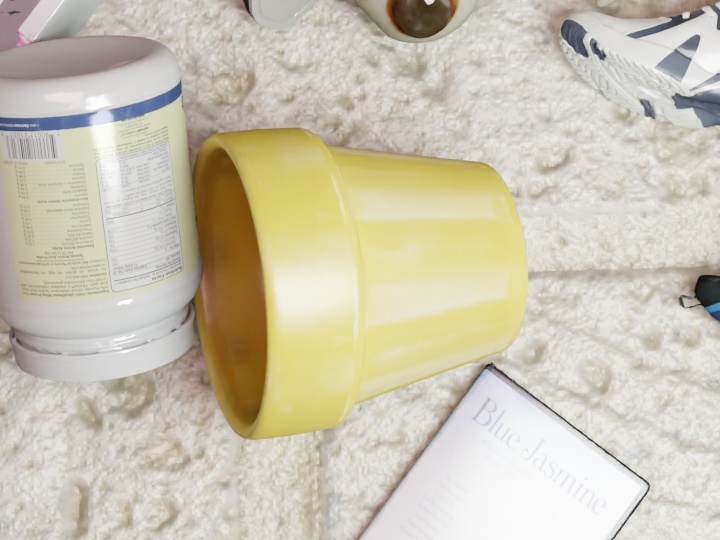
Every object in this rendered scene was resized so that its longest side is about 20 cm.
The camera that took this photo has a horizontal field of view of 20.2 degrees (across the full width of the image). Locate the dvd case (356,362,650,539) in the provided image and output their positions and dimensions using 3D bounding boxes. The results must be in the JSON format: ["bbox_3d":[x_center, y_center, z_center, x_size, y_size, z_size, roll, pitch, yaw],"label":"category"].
[{"bbox_3d":[0.086,0.185,1.390,0.142,0.018,0.200,37,84,4],"label":"dvd case"}]

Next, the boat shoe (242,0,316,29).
[{"bbox_3d":[-0.044,-0.270,1.419,0.060,0.074,0.201,26,102,42],"label":"boat shoe"}]

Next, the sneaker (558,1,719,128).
[{"bbox_3d":[0.248,-0.169,1.409,0.198,0.080,0.130,20,71,13],"label":"sneaker"}]

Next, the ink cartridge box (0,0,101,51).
[{"bbox_3d":[-0.270,-0.197,1.395,0.146,0.083,0.200,35,83,2],"label":"ink cartridge box"}]

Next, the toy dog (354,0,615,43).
[{"bbox_3d":[0.079,-0.241,1.396,0.200,0.140,0.194,-35,118,-6],"label":"toy dog"}]

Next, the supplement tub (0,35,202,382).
[{"bbox_3d":[-0.180,-0.042,1.323,0.144,0.145,0.201,-6,109,-2],"label":"supplement tub"}]

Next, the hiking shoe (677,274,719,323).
[{"bbox_3d":[0.310,-0.036,1.392,0.087,0.074,0.200,36,84,2],"label":"hiking shoe"}]

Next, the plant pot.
[{"bbox_3d":[0.000,0.000,1.333,0.188,0.201,0.202,-8,83,-18],"label":"plant pot"}]
